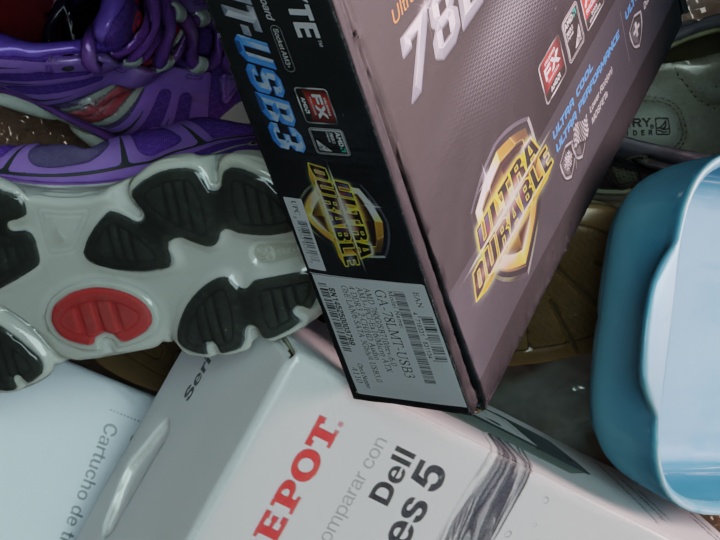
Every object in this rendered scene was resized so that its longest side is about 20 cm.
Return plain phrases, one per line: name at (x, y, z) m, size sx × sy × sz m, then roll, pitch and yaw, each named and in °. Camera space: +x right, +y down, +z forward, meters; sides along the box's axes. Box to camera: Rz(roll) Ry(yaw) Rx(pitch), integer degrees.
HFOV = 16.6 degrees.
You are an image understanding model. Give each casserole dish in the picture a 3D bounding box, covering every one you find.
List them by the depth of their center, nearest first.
casserole dish at (0.135, 0.021, 0.849) m, size 0.200 × 0.039 × 0.122 m, roll 4°, pitch 93°, yaw -52°

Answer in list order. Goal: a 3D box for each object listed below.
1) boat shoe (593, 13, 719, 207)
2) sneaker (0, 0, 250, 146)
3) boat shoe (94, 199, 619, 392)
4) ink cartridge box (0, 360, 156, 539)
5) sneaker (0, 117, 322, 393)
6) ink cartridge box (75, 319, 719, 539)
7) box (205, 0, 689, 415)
boat shoe at (0.158, -0.064, 0.890) m, size 0.199 × 0.065 × 0.072 m, roll -9°, pitch 87°, yaw -11°
sneaker at (-0.079, -0.077, 0.815) m, size 0.199 × 0.083 × 0.081 m, roll 5°, pitch 90°, yaw -34°
boat shoe at (0.000, 0.000, 0.860) m, size 0.199 × 0.072 × 0.072 m, roll -7°, pitch 108°, yaw 0°
ink cartridge box at (-0.123, 0.127, 0.845) m, size 0.199 × 0.043 × 0.197 m, roll 21°, pitch 84°, yaw -7°
sneaker at (-0.086, -0.010, 0.791) m, size 0.199 × 0.083 × 0.081 m, roll -1°, pitch 111°, yaw 20°
ink cartridge box at (0.014, 0.115, 0.812) m, size 0.200 × 0.084 × 0.146 m, roll 27°, pitch 97°, yaw -22°
box at (0.030, -0.096, 0.727) m, size 0.050 × 0.199 × 0.200 m, roll 7°, pitch 44°, yaw 27°
